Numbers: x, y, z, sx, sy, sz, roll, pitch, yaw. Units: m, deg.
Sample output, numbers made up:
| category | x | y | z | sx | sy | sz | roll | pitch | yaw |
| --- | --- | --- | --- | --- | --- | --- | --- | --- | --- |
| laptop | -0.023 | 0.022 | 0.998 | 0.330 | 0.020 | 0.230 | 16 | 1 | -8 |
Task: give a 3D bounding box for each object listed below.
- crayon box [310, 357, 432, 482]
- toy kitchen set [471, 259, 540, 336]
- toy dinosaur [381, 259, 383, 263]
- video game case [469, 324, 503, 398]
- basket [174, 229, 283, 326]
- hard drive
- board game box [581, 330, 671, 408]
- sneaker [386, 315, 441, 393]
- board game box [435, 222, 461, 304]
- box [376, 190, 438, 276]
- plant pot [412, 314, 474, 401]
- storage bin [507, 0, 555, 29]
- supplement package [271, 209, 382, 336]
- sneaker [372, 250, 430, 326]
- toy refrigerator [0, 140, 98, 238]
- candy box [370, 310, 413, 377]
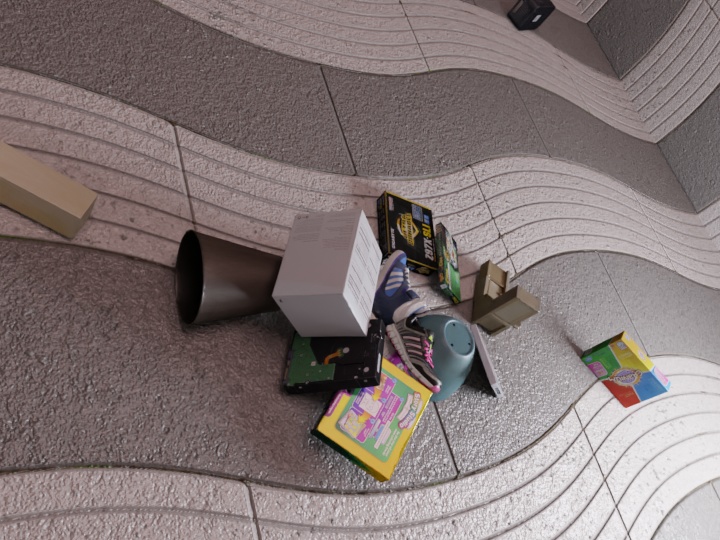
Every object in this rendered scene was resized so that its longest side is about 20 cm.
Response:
| category | x | y | z | sx | sy | sz | roll | pitch | yaw |
| --- | --- | --- | --- | --- | --- | --- | --- | --- | --- |
| crayon box | 0.025 | 0.282 | 1.210 | 0.171 | 0.058 | 0.201 | 35 | 62 | -3 |
| toy kitchen set | 0.423 | 0.067 | 1.633 | 0.162 | 0.180 | 0.202 | 31 | 51 | -17 |
| toy dinosaur | 0.000 | 0.000 | 1.388 | 0.134 | 0.200 | 0.087 | -23 | 104 | -5 |
| video game case | 0.306 | 0.222 | 1.471 | 0.200 | 0.018 | 0.145 | 50 | 21 | -64 |
| basket | -0.247 | 0.021 | 1.203 | 0.197 | 0.135 | 0.184 | 6 | 71 | -38 |
| hard drive | -0.050 | 0.172 | 1.211 | 0.038 | 0.196 | 0.141 | 63 | 25 | -42 |
| board game box | 0.764 | 0.289 | 1.760 | 0.200 | 0.153 | 0.040 | 47 | 46 | 1 |
| sneaker | 0.129 | 0.169 | 1.302 | 0.074 | 0.087 | 0.201 | 50 | 5 | -44 |
| board game box | 0.235 | -0.020 | 1.634 | 0.105 | 0.023 | 0.203 | 48 | 34 | -44 |
| box | 0.123 | -0.097 | 1.615 | 0.158 | 0.049 | 0.203 | 19 | 51 | -28 |
| plant pot | 0.188 | 0.183 | 1.414 | 0.197 | 0.135 | 0.203 | 19 | 51 | -25 |
| storage bin | 0.775 | -1.174 | 2.759 | 0.199 | 0.135 | 0.095 | -26 | 77 | -44 |
| supplement package | -0.060 | 0.008 | 1.219 | 0.152 | 0.149 | 0.203 | 62 | 32 | -49 |
| sneaker | 0.107 | 0.053 | 1.446 | 0.145 | 0.081 | 0.201 | 24 | 53 | 14 |
| toy refrigerator | -0.591 | -0.145 | 1.101 | 0.198 | 0.070 | 0.077 | 30 | 40 | -18 |
| candy box | 0.014 | 0.197 | 1.326 | 0.135 | 0.061 | 0.202 | -22 | 77 | -41 |
